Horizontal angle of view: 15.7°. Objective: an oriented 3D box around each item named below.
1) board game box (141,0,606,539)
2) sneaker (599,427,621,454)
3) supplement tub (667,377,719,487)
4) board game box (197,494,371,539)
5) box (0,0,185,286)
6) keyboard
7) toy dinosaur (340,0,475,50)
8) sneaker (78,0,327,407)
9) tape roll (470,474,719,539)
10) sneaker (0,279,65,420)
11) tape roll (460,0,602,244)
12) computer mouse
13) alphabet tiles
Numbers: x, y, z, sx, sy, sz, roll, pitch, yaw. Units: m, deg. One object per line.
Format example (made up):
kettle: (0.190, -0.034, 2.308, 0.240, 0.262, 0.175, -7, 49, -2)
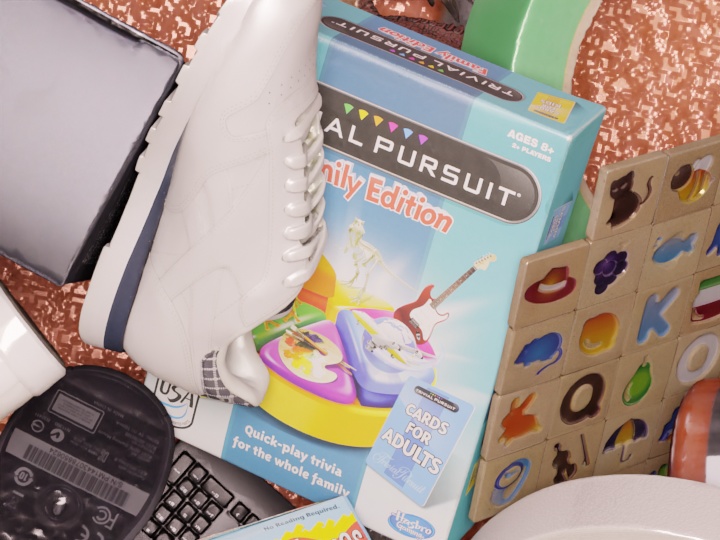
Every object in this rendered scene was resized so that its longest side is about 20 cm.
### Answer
board game box: (0.000, 0.000, 1.090, 0.150, 0.047, 0.201, 23, 116, 15)
sneaker: (0.025, 0.053, 1.160, 0.199, 0.085, 0.075, 3, 90, -1)
supplement tub: (0.234, 0.093, 1.087, 0.199, 0.107, 0.108, -4, 90, 22)
board game box: (-0.014, 0.209, 1.054, 0.102, 0.105, 0.200, -15, 51, -22)
box: (-0.157, -0.073, 1.098, 0.147, 0.200, 0.105, 29, 90, -1)
keyboard: (-0.035, 0.173, 1.182, 0.200, 0.040, 0.104, 42, 88, 0)
toy dinosaur: (0.034, -0.082, 1.158, 0.200, 0.086, 0.136, 36, 91, 1)
sneaker: (-0.044, -0.036, 1.035, 0.080, 0.076, 0.201, 28, 125, 8)
tape roll: (0.125, 0.173, 1.093, 0.202, 0.037, 0.204, 10, 128, 13)
sneaker: (-0.182, 0.030, 1.097, 0.085, 0.200, 0.073, -40, 104, -5)
tape roll: (0.138, -0.077, 1.140, 0.199, 0.048, 0.202, -5, 100, -27)
computer mouse: (-0.168, 0.122, 1.091, 0.140, 0.046, 0.201, 21, 64, -3)
alphabet tiles: (0.120, 0.031, 1.101, 0.166, 0.006, 0.201, -16, 132, -33)
